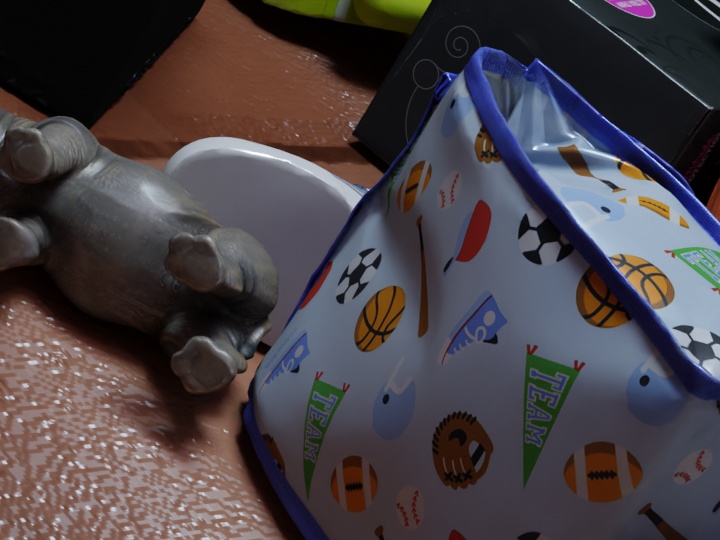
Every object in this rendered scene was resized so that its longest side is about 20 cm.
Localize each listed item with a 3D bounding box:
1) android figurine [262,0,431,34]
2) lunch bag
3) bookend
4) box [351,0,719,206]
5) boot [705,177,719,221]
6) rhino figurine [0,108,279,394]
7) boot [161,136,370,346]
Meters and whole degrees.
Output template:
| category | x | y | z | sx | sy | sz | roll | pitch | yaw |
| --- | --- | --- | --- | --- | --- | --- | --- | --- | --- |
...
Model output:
| category | x | y | z | sx | sy | sz | roll | pitch | yaw |
| --- | --- | --- | --- | --- | --- | --- | --- | --- | --- |
| android figurine | -0.003 | -0.165 | 1.484 | 0.199 | 0.041 | 0.182 | 10 | 24 | -25 |
| lunch bag | 0.057 | 0.041 | 1.014 | 0.124 | 0.170 | 0.200 | 11 | 30 | -46 |
| bookend | -0.087 | -0.190 | 1.260 | 0.092 | 0.200 | 0.199 | 32 | 23 | -1 |
| box | 0.120 | -0.079 | 1.399 | 0.148 | 0.124 | 0.200 | 39 | 22 | 18 |
| boot | 0.172 | 0.001 | 1.274 | 0.075 | 0.107 | 0.200 | 16 | 47 | 5 |
| rhino figurine | -0.114 | -0.027 | 1.073 | 0.200 | 0.060 | 0.087 | 34 | 9 | 8 |
| boot | 0.000 | 0.000 | 1.171 | 0.200 | 0.073 | 0.090 | 33 | 14 | -19 |
